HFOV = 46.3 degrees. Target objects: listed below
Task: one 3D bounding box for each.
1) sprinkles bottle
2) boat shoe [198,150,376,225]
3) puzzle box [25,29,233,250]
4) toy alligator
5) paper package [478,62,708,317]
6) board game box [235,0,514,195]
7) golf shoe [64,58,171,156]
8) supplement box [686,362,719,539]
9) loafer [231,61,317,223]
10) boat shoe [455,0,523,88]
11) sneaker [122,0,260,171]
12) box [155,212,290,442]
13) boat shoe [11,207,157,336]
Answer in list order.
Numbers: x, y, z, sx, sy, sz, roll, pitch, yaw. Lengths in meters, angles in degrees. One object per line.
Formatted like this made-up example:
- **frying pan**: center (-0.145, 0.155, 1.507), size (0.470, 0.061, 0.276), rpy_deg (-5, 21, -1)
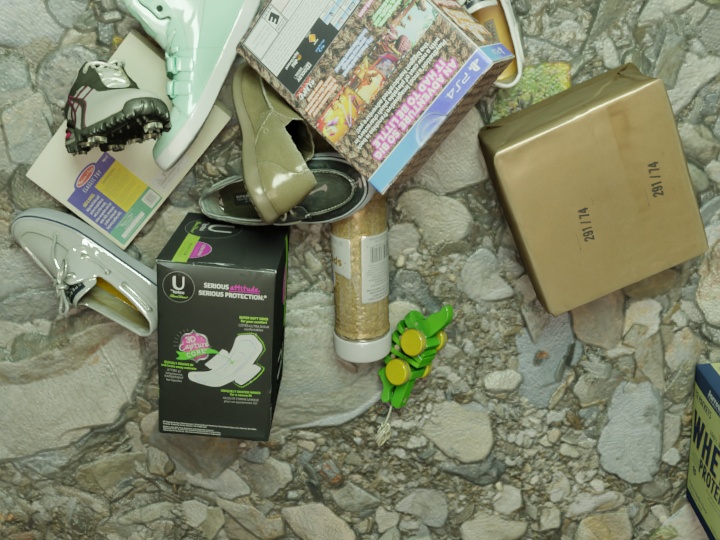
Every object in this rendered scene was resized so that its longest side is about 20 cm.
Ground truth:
- **sprinkles bottle**: center (0.000, 0.000, 0.935), size (0.067, 0.068, 0.202), rpy_deg (-2, 112, 0)
- **boat shoe**: center (-0.078, -0.073, 0.862), size (0.198, 0.071, 0.073), rpy_deg (-8, 104, 30)
- **puzzle box**: center (-0.248, -0.135, 0.900), size (0.133, 0.025, 0.200), rpy_deg (39, 108, -16)
- **toy alligator**: center (0.046, 0.115, 0.995), size (0.054, 0.059, 0.201), rpy_deg (38, 115, 29)
- **paper package**: center (0.243, -0.084, 0.882), size (0.189, 0.104, 0.201), rpy_deg (-23, 111, 8)
- **board game box**: center (0.013, -0.204, 0.788), size (0.200, 0.097, 0.160), rpy_deg (45, 117, 4)
- **golf shoe**: center (-0.237, -0.157, 0.781), size (0.077, 0.199, 0.089), rpy_deg (-8, 97, -33)
- **supplement box**: center (0.511, 0.223, 0.996), size (0.197, 0.135, 0.202), rpy_deg (-5, 113, 2)
- **loafer**: center (-0.081, -0.131, 0.820), size (0.067, 0.202, 0.076), rpy_deg (-14, 145, 3)
- **boat shoe**: center (0.110, -0.270, 0.820), size (0.070, 0.070, 0.201), rpy_deg (-21, 112, 9)
- **sneaker**: center (-0.188, -0.205, 0.821), size (0.117, 0.074, 0.202), rpy_deg (24, 84, -15)
- **box**: center (-0.146, 0.058, 0.915), size (0.123, 0.149, 0.202), rpy_deg (5, 114, -1)
- **boat shoe**: center (-0.303, 0.012, 0.916), size (0.201, 0.086, 0.075), rpy_deg (34, 128, -6)
